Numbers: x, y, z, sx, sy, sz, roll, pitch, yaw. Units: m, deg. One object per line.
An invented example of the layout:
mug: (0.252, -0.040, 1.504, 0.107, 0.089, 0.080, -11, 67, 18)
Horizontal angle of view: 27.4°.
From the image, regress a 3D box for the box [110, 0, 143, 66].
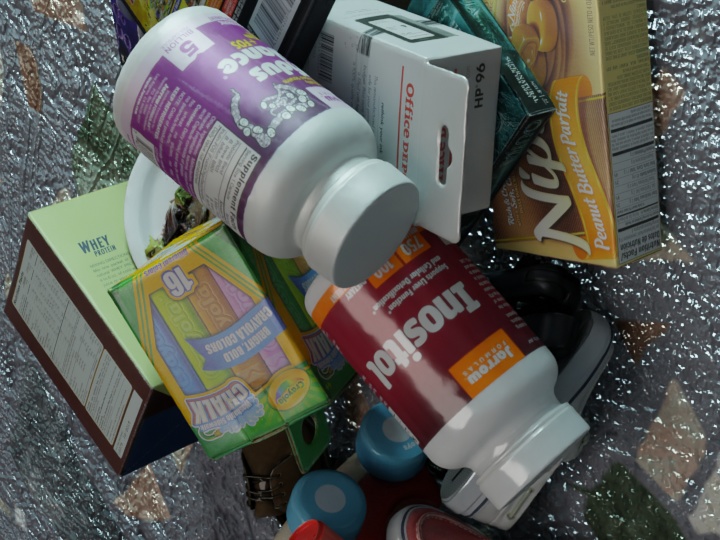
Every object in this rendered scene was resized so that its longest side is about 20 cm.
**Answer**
box: (-0.133, -0.211, 1.221, 0.200, 0.079, 0.142, 36, 143, 46)

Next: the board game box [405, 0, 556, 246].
board game box: (0.054, -0.101, 1.064, 0.136, 0.028, 0.200, 59, 144, 21)

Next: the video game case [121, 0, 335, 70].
video game case: (-0.100, -0.202, 1.066, 0.181, 0.025, 0.200, 56, 143, 19)

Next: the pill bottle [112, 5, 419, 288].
pill bottle: (-0.060, -0.079, 0.972, 0.200, 0.112, 0.113, 38, 131, 22)

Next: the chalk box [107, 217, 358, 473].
chalk box: (-0.073, 0.055, 1.134, 0.123, 0.124, 0.201, -28, 99, 26)

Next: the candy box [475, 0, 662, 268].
candy box: (0.141, -0.109, 1.012, 0.115, 0.055, 0.202, 12, 114, 49)

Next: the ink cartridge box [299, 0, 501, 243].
ink cartridge box: (0.031, -0.107, 1.005, 0.200, 0.067, 0.117, 32, 128, 47)

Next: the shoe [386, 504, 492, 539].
shoe: (0.118, 0.234, 1.124, 0.200, 0.072, 0.091, 39, 138, -18)

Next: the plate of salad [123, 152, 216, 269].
plate of salad: (-0.104, -0.057, 1.227, 0.201, 0.199, 0.048, 56, 180, 15)

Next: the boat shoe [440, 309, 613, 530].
boat shoe: (0.138, 0.114, 1.109, 0.066, 0.074, 0.200, 28, 122, -14)

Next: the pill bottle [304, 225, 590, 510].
pill bottle: (0.063, 0.061, 1.023, 0.200, 0.113, 0.113, 49, 136, 12)

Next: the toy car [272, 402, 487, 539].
toy car: (0.039, 0.248, 1.203, 0.200, 0.177, 0.185, 36, 141, 16)

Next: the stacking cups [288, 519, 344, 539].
stacking cups: (0.020, 0.264, 1.119, 0.200, 0.061, 0.060, 43, 143, -17)

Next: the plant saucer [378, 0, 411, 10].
plant saucer: (0.040, -0.132, 1.135, 0.200, 0.034, 0.202, 23, 123, 41)

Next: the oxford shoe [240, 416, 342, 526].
oxford shoe: (-0.070, 0.168, 1.276, 0.072, 0.085, 0.201, 2, 140, 33)

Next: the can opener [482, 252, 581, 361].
can opener: (0.092, 0.027, 1.115, 0.063, 0.079, 0.199, 37, 157, -27)

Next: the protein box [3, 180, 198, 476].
protein box: (-0.174, 0.036, 1.312, 0.200, 0.198, 0.135, 50, 139, 21)
